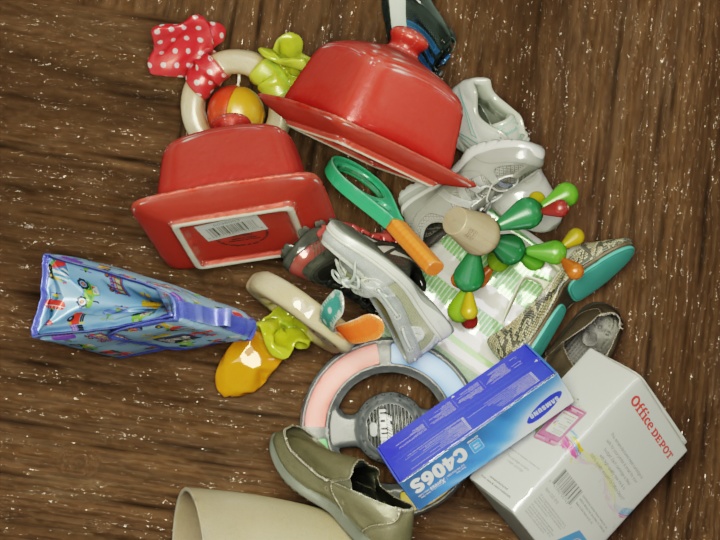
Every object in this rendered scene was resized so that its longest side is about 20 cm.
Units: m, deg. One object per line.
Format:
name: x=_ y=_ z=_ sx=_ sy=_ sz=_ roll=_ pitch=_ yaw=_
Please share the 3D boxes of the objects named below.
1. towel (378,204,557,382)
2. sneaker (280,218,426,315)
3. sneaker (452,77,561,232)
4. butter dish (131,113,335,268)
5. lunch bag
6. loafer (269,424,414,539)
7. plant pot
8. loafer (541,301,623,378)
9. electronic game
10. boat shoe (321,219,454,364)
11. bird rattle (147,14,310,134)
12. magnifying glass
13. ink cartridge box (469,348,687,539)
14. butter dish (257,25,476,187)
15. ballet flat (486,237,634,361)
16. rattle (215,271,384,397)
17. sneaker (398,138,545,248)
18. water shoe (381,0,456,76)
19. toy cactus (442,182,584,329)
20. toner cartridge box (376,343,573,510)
towel: x=0.125 y=0.028 z=1.727 sx=0.153 sy=0.023 sz=0.200 roll=36 pitch=80 yaw=3
sneaker: x=0.000 y=0.000 z=1.639 sx=0.071 sy=0.200 sz=0.098 roll=-48 pitch=59 yaw=26
sneaker: x=0.163 y=-0.130 z=1.721 sx=0.070 sy=0.080 sz=0.200 roll=-35 pitch=86 yaw=-31
butter dish: x=-0.135 y=-0.099 z=1.649 sx=0.200 sy=0.199 sz=0.148 roll=-8 pitch=69 yaw=4
lunch bag: x=-0.216 y=0.042 z=1.600 sx=0.200 sy=0.151 sz=0.094 roll=1 pitch=79 yaw=29
loafer: x=-0.013 y=0.220 z=1.603 sx=0.200 sy=0.075 sz=0.070 roll=38 pitch=112 yaw=27
plant pot: x=-0.084 y=0.318 z=1.601 sx=0.200 sy=0.187 sz=0.187 roll=0 pitch=80 yaw=-18
loafer: x=0.224 y=0.114 z=1.693 sx=0.073 sy=0.071 sz=0.200 roll=33 pitch=80 yaw=3
electronic game: x=0.033 y=0.173 z=1.679 sx=0.200 sy=0.042 sz=0.200 roll=0 pitch=86 yaw=1
boat shoe: x=0.021 y=0.024 z=1.577 sx=0.065 sy=0.202 sz=0.074 roll=-45 pitch=41 yaw=-1
bird rattle: x=-0.145 y=-0.202 z=1.717 sx=0.200 sy=0.113 sz=0.163 roll=7 pitch=97 yaw=1
magnifying glass: x=0.028 y=-0.063 z=1.679 sx=0.022 sy=0.080 sz=0.200 roll=-54 pitch=51 yaw=20
ink cartridge box: x=0.237 y=0.206 z=1.638 sx=0.200 sy=0.085 sz=0.145 roll=-44 pitch=128 yaw=-9
butter dish: x=0.026 y=-0.188 z=1.618 sx=0.199 sy=0.200 sz=0.148 roll=22 pitch=92 yaw=-32
ballet flat: x=0.214 y=0.022 z=1.697 sx=0.075 sy=0.068 sz=0.200 roll=39 pitch=82 yaw=27
rattle: x=-0.074 y=0.082 z=1.617 sx=0.143 sy=0.200 sz=0.130 roll=-38 pitch=122 yaw=-17
sneaker: x=0.128 y=-0.079 z=1.672 sx=0.075 sy=0.200 sz=0.082 roll=12 pitch=60 yaw=-39
water shoe: x=0.074 y=-0.251 z=1.748 sx=0.079 sy=0.072 sz=0.200 roll=-6 pitch=81 yaw=-6
toy cactus: x=0.148 y=-0.019 z=1.629 sx=0.200 sy=0.165 sz=0.102 roll=-40 pitch=52 yaw=22
toner cartridge box: x=0.120 y=0.163 z=1.612 sx=0.200 sy=0.095 sz=0.043 roll=-35 pitch=113 yaw=-2
